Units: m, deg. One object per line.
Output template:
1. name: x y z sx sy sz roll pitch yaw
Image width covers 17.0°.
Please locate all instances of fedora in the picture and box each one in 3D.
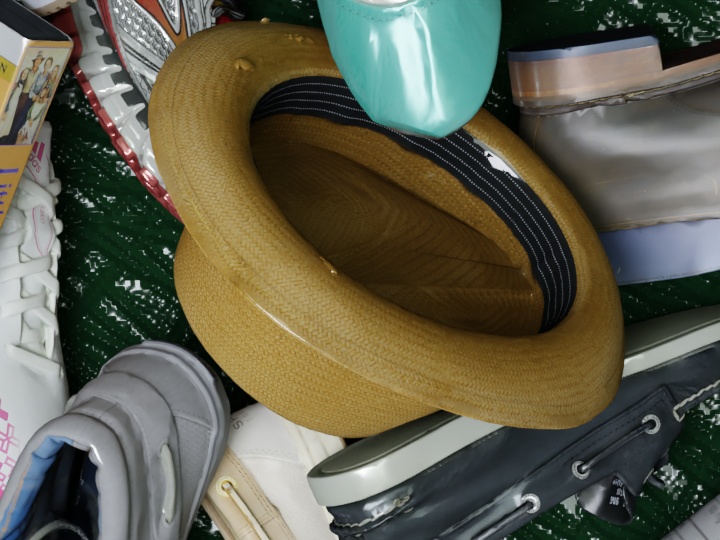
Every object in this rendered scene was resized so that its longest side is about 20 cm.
1. fedora: 0.000 0.000 0.849 0.200 0.201 0.082 40 123 0

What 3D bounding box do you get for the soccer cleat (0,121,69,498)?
1. soccer cleat: -0.143 -0.008 0.914 0.086 0.070 0.201 -26 89 16

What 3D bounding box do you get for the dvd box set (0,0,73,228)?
1. dvd box set: -0.197 -0.028 0.885 0.146 0.029 0.201 34 111 24

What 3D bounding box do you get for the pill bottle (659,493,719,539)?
1. pill bottle: 0.176 0.122 0.895 0.200 0.114 0.115 -38 90 1

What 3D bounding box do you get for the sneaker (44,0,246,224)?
1. sneaker: -0.073 -0.093 0.913 0.082 0.078 0.201 -29 91 0

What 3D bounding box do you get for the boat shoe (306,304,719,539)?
1. boat shoe: 0.078 0.068 0.899 0.199 0.074 0.066 -22 95 -27

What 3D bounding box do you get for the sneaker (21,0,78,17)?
1. sneaker: -0.075 -0.173 0.802 0.200 0.071 0.113 -28 114 31

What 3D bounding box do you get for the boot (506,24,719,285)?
1. boot: 0.159 -0.048 0.920 0.199 0.075 0.097 -4 100 11

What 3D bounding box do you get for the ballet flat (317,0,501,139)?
1. ballet flat: 0.010 -0.146 0.845 0.067 0.070 0.201 -8 66 12

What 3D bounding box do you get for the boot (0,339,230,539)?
1. boot: -0.109 0.124 0.878 0.073 0.096 0.201 22 115 18

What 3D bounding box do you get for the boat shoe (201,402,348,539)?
1. boat shoe: -0.013 0.146 0.915 0.069 0.074 0.201 -21 81 -12
